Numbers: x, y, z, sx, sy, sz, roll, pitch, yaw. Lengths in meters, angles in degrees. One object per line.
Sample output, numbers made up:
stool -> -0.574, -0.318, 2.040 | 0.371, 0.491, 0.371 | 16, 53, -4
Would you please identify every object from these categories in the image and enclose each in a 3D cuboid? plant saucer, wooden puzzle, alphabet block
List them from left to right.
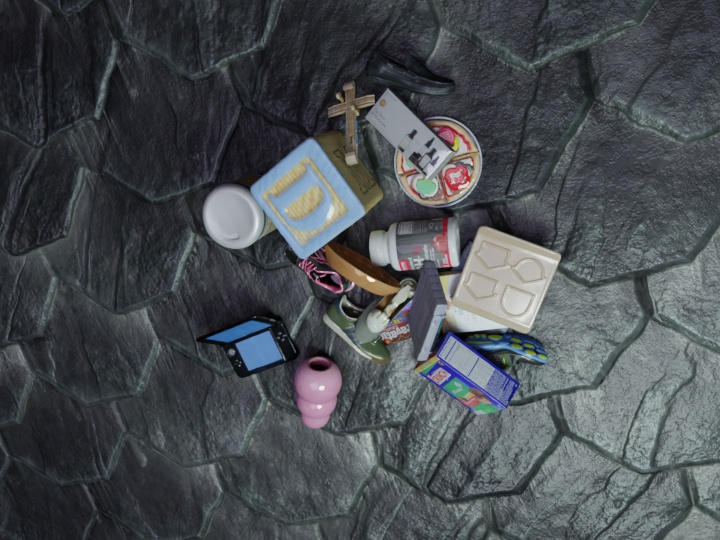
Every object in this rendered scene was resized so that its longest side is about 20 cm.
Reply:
alphabet block -> -0.091, -0.174, 1.310 | 0.194, 0.200, 0.197 | -33, 97, 22
plant saucer -> 0.000, 0.000, 1.340 | 0.199, 0.200, 0.038 | 31, 99, 3
wooden puzzle -> 0.317, 0.018, 1.293 | 0.183, 0.046, 0.202 | 21, 111, 9

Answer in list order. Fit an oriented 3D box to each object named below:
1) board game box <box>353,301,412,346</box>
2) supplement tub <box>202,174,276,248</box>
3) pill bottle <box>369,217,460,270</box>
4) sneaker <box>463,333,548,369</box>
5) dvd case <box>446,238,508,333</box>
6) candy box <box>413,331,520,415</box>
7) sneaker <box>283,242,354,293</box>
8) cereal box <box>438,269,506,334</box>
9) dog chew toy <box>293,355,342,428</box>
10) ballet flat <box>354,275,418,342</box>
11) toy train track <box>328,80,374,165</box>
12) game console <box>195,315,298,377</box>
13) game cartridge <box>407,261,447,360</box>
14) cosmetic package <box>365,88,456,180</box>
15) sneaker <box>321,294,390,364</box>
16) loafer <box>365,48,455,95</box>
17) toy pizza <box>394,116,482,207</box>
board game box -> 0.090, 0.125, 1.457 | 0.198, 0.019, 0.104 | -21, 102, 20
supplement tub -> -0.259, -0.142, 1.362 | 0.143, 0.200, 0.147 | 4, 108, 13
pill bottle -> 0.124, -0.058, 1.339 | 0.197, 0.111, 0.112 | -4, 106, 16
sneaker -> 0.341, 0.199, 1.396 | 0.197, 0.071, 0.084 | 2, 120, 16
dvd case -> 0.297, 0.039, 1.376 | 0.199, 0.018, 0.143 | 34, 113, 1
candy box -> 0.243, 0.246, 1.378 | 0.199, 0.169, 0.077 | 37, 68, 3
sneaker -> -0.106, -0.007, 1.424 | 0.199, 0.095, 0.080 | 30, 114, 5
cereal box -> 0.277, 0.065, 1.357 | 0.197, 0.040, 0.146 | -8, 104, 16
dog chew toy -> -0.113, 0.323, 1.522 | 0.123, 0.125, 0.202 | 12, 118, 10
ballet flat -> 0.061, 0.090, 1.386 | 0.067, 0.064, 0.200 | 44, 84, -9
toy train track -> -0.025, -0.326, 1.275 | 0.113, 0.032, 0.203 | -10, 71, 23
game console -> -0.291, 0.201, 1.525 | 0.198, 0.119, 0.174 | -21, 101, 20
game cartridge -> 0.149, 0.095, 1.317 | 0.038, 0.131, 0.201 | -4, 138, -14
cosmetic package -> 0.107, -0.295, 1.275 | 0.200, 0.051, 0.083 | 47, 109, 12
sneaker -> 0.004, 0.139, 1.436 | 0.199, 0.067, 0.090 | 38, 118, 4
loafer -> 0.107, -0.420, 1.249 | 0.198, 0.068, 0.071 | 18, 120, 12
toy pizza -> 0.171, -0.239, 1.312 | 0.198, 0.032, 0.203 | 4, 108, 13
